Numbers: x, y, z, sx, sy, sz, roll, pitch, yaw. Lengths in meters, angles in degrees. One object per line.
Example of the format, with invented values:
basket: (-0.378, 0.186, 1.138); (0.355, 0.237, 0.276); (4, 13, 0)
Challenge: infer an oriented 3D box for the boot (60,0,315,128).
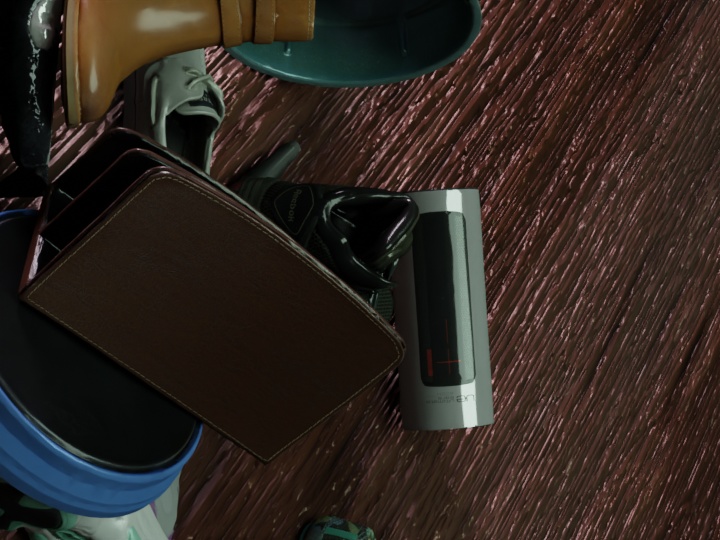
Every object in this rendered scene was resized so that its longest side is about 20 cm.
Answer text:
boot: (-0.107, -0.156, 1.096); (0.201, 0.153, 0.077); (-83, -173, -47)

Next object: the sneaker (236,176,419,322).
sneaker: (0.000, 0.000, 1.197); (0.200, 0.113, 0.077); (52, 48, -54)

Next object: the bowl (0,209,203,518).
bowl: (-0.175, 0.050, 1.040); (0.200, 0.039, 0.202); (36, 33, -28)

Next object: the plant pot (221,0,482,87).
plant pot: (-0.010, -0.270, 1.284); (0.200, 0.199, 0.198); (30, 55, -51)

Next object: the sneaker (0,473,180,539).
sneaker: (-0.176, 0.106, 1.090); (0.200, 0.077, 0.141); (54, 41, -48)

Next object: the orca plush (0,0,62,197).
orca plush: (-0.223, -0.147, 1.074); (0.105, 0.070, 0.203); (-159, -106, -78)

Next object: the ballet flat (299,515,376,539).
ballet flat: (0.021, 0.270, 1.365); (0.201, 0.074, 0.075); (56, 44, -37)

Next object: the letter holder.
letter holder: (-0.080, -0.001, 1.045); (0.199, 0.142, 0.101); (37, 32, -26)

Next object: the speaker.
speaker: (0.067, 0.034, 1.452); (0.081, 0.081, 0.203); (-2, 89, -56)

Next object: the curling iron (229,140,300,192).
curling iron: (-0.076, -0.053, 1.258); (0.200, 0.049, 0.026); (-60, 147, -64)

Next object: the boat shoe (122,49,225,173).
boat shoe: (-0.126, -0.110, 1.187); (0.072, 0.065, 0.202); (30, 62, -51)
